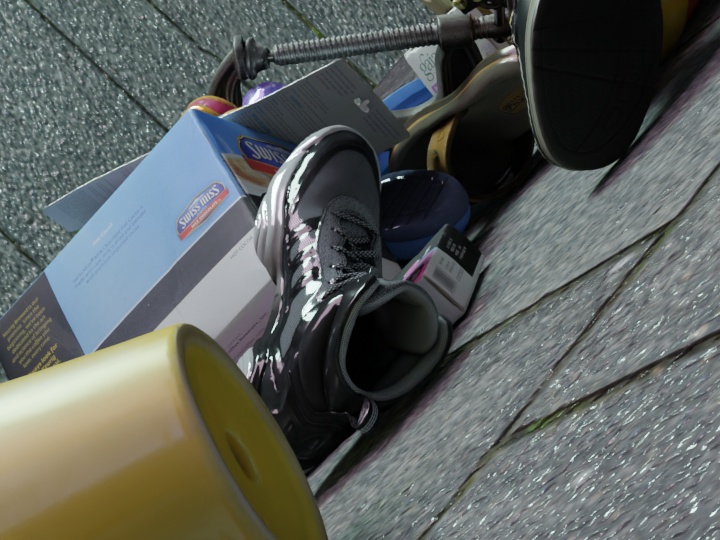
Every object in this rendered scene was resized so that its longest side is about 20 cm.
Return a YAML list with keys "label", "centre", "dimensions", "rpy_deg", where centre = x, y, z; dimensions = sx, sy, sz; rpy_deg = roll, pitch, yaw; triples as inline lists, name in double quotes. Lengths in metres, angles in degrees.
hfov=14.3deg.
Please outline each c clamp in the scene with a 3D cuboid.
- label: "c clamp"
  centre: [-0.001, -0.123, 1.723]
  dimensions: [0.199, 0.027, 0.171]
  rpy_deg: [-11, -32, 5]

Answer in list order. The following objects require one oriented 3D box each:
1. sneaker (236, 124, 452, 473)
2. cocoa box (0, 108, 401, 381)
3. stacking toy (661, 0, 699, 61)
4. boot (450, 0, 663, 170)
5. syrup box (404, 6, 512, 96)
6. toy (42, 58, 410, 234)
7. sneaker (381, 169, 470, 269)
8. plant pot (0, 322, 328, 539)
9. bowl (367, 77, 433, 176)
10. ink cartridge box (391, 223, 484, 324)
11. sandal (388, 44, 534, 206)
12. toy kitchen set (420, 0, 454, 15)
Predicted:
- label: "sneaker"
  centre: [-0.001, 0.007, 1.467]
  dimensions: [0.114, 0.075, 0.200]
  rpy_deg: [-21, 49, 48]
- label: "cocoa box"
  centre: [-0.092, 0.029, 1.662]
  dimensions: [0.200, 0.131, 0.133]
  rpy_deg: [-46, -36, 21]
- label: "stacking toy"
  centre: [0.137, -0.154, 1.615]
  dimensions: [0.146, 0.146, 0.200]
  rpy_deg: [-44, 22, 34]
- label: "boot"
  centre: [0.096, -0.144, 1.527]
  dimensions: [0.154, 0.073, 0.204]
  rpy_deg: [159, 111, -70]
- label: "syrup box"
  centre: [0.127, -0.172, 1.821]
  dimensions: [0.200, 0.081, 0.079]
  rpy_deg: [-43, 1, -35]
- label: "toy"
  centre: [-0.084, -0.072, 1.708]
  dimensions: [0.200, 0.047, 0.115]
  rpy_deg: [-28, -27, 10]
- label: "sneaker"
  centre: [0.000, 0.000, 1.753]
  dimensions: [0.200, 0.082, 0.074]
  rpy_deg: [-23, 18, 42]
- label: "plant pot"
  centre: [-0.123, 0.124, 1.244]
  dimensions: [0.189, 0.201, 0.201]
  rpy_deg: [-30, 8, 9]
- label: "bowl"
  centre: [0.006, -0.041, 1.886]
  dimensions: [0.201, 0.039, 0.201]
  rpy_deg: [-44, -14, -14]
- label: "ink cartridge box"
  centre: [-0.013, 0.064, 1.573]
  dimensions: [0.200, 0.037, 0.095]
  rpy_deg: [-48, 5, 19]
- label: "sandal"
  centre: [0.078, -0.074, 1.733]
  dimensions: [0.200, 0.082, 0.055]
  rpy_deg: [-39, 49, 55]
- label: "toy kitchen set"
  centre: [0.069, -0.212, 2.165]
  dimensions: [0.163, 0.180, 0.200]
  rpy_deg: [-49, 1, -10]
